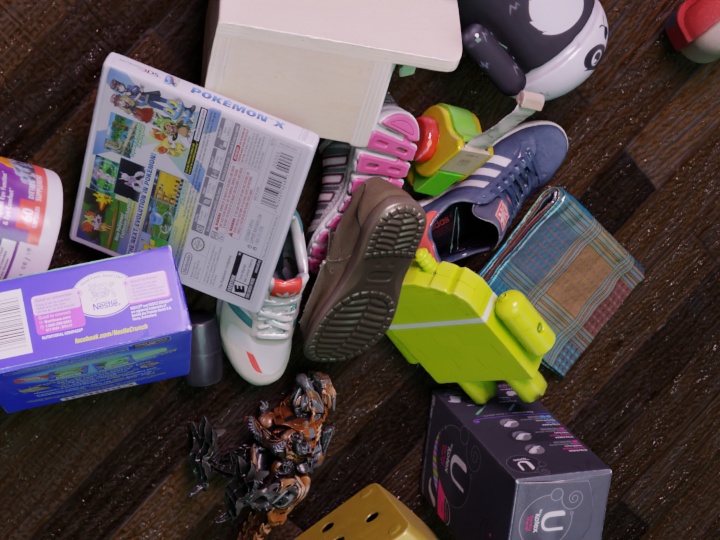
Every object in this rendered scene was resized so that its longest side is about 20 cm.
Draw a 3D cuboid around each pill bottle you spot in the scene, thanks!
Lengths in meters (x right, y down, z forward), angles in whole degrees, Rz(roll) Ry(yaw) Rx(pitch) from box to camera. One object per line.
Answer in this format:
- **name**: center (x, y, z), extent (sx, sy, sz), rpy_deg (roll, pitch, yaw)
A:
- **pill bottle**: center (-0.350, -0.051, 1.211), extent (0.198, 0.111, 0.113), rpy_deg (14, 104, -26)

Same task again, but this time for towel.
- **towel**: center (0.195, 0.015, 1.481), extent (0.147, 0.022, 0.200), rpy_deg (-51, 136, 3)

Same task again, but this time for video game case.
- **video game case**: center (-0.143, -0.068, 1.250), extent (0.180, 0.022, 0.201), rpy_deg (21, 133, -1)

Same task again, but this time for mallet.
- **mallet**: center (-0.220, 0.093, 1.367), extent (0.197, 0.041, 0.067), rpy_deg (-17, 112, -11)

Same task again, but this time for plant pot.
- **plant pot**: center (0.021, 0.333, 1.476), extent (0.199, 0.200, 0.177), rpy_deg (-35, 108, -6)

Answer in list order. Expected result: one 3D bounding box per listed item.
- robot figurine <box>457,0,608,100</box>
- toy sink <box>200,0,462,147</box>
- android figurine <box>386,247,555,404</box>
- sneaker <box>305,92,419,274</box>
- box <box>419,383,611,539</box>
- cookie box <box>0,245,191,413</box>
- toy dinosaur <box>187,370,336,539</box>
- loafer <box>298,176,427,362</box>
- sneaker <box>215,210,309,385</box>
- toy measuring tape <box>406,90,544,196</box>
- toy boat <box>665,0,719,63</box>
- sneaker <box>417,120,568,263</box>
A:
- **robot figurine**: center (0.137, -0.242, 1.327), extent (0.150, 0.125, 0.200), rpy_deg (-43, 119, -2)
- **toy sink**: center (-0.028, -0.188, 1.242), extent (0.197, 0.132, 0.113), rpy_deg (7, 138, -11)
- **android figurine**: center (0.089, 0.052, 1.403), extent (0.200, 0.181, 0.041), rpy_deg (48, 54, -29)
- **sneaker**: center (-0.007, -0.085, 1.364), extent (0.073, 0.088, 0.201), rpy_deg (1, 133, -25)
- **box**: center (0.145, 0.206, 1.463), extent (0.105, 0.200, 0.124), rpy_deg (-3, 111, -21)
- **cookie box**: center (-0.229, 0.053, 1.241), extent (0.169, 0.200, 0.076), rpy_deg (-12, 78, -10)
- **toy dinosaur**: center (-0.084, 0.193, 1.430), extent (0.135, 0.101, 0.203), rpy_deg (7, 89, -46)
- **loafer**: center (0.000, 0.000, 1.337), extent (0.075, 0.068, 0.201), rpy_deg (9, 129, -28)
- **sneaker**: center (-0.085, 0.021, 1.358), extent (0.069, 0.093, 0.203), rpy_deg (-4, 111, -20)
- **toy measuring tape**: center (0.096, -0.131, 1.344), extent (0.073, 0.200, 0.075), rpy_deg (13, 62, -25)
- **toy boat**: center (0.357, -0.299, 1.414), extent (0.199, 0.131, 0.131), rpy_deg (-39, 90, -4)
- **sneaker**: center (0.128, -0.065, 1.414), extent (0.199, 0.084, 0.075), rpy_deg (-38, 118, -9)
